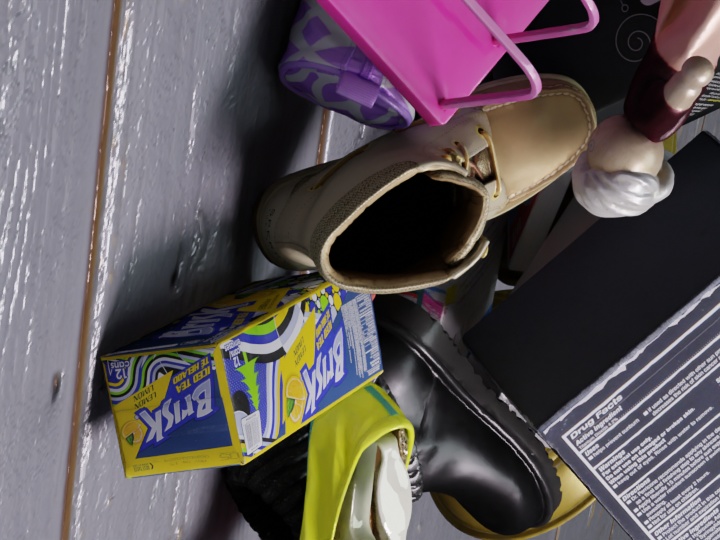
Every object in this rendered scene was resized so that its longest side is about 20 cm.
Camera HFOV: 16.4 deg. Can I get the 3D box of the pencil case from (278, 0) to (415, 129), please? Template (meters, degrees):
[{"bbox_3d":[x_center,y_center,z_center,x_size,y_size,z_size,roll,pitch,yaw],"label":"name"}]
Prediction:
[{"bbox_3d":[0.025,-0.173,1.319,0.085,0.084,0.200,-4,-115,70],"label":"pencil case"}]

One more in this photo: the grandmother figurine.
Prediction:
[{"bbox_3d":[0.165,-0.114,1.299,0.200,0.061,0.121,-65,172,26],"label":"grandmother figurine"}]

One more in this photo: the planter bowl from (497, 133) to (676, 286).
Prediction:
[{"bbox_3d":[0.155,-0.081,1.669,0.200,0.083,0.201,-169,-90,-73],"label":"planter bowl"}]

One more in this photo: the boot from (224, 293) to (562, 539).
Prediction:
[{"bbox_3d":[0.019,0.131,1.505,0.158,0.079,0.211,-53,124,-20],"label":"boot"}]

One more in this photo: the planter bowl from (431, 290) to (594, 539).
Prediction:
[{"bbox_3d":[0.099,0.076,1.714,0.083,0.200,0.200,38,67,-38],"label":"planter bowl"}]

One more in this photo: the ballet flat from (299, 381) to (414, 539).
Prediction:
[{"bbox_3d":[-0.002,0.159,1.399,0.067,0.067,0.200,-12,116,-41],"label":"ballet flat"}]

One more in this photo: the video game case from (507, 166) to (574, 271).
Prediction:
[{"bbox_3d":[0.115,-0.119,1.604,0.143,0.017,0.200,107,-14,-60],"label":"video game case"}]

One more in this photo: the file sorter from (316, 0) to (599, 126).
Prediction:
[{"bbox_3d":[0.080,-0.192,1.228,0.200,0.139,0.125,-50,-159,-17],"label":"file sorter"}]

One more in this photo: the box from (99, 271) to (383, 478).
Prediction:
[{"bbox_3d":[-0.057,0.049,1.293,0.200,0.070,0.064,-27,107,-67],"label":"box"}]

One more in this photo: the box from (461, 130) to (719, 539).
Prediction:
[{"bbox_3d":[0.205,0.060,1.522,0.200,0.123,0.198,-40,127,1],"label":"box"}]

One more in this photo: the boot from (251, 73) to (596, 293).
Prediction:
[{"bbox_3d":[0.051,-0.046,1.306,0.155,0.200,0.073,-157,-132,-74],"label":"boot"}]

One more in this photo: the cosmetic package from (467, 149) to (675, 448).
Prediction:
[{"bbox_3d":[0.148,0.016,1.579,0.083,0.051,0.200,21,108,-37],"label":"cosmetic package"}]

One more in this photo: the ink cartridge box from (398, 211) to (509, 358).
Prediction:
[{"bbox_3d":[0.045,-0.017,1.583,0.116,0.067,0.200,-48,151,-56],"label":"ink cartridge box"}]

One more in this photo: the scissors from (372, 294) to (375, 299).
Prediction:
[{"bbox_3d":[0.000,0.000,1.441,0.073,0.014,0.200,44,66,-22],"label":"scissors"}]

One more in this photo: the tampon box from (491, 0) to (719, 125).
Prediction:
[{"bbox_3d":[0.174,-0.170,1.429,0.126,0.200,0.150,1,67,-59],"label":"tampon box"}]
